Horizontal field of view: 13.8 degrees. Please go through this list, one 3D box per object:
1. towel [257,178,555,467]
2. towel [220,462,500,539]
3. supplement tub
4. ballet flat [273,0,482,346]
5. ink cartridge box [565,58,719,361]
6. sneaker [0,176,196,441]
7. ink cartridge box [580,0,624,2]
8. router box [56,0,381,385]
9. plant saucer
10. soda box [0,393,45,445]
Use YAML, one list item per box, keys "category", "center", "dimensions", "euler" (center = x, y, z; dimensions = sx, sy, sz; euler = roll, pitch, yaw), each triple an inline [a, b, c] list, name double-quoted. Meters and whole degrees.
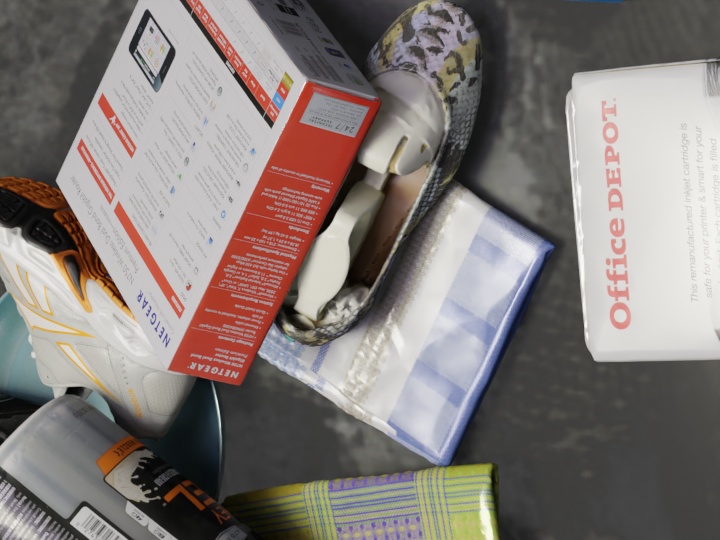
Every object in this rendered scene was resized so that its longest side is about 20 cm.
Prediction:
- category: "towel"
  center: [0.000, 0.000, 1.616]
  dimensions: [0.199, 0.024, 0.148]
  euler: [32, 109, 25]
- category: "towel"
  center: [0.005, 0.182, 1.621]
  dimensions: [0.199, 0.023, 0.145]
  euler: [-13, 87, 38]
- category: "supplement tub"
  center: [-0.118, 0.171, 1.604]
  dimensions: [0.200, 0.123, 0.123]
  euler: [37, 114, 7]
- category: "ballet flat"
  center: [0.007, -0.046, 1.555]
  dimensions: [0.072, 0.072, 0.201]
  euler: [33, 107, 26]
- category: "ink cartridge box"
  center: [0.209, -0.033, 1.437]
  dimensions: [0.199, 0.084, 0.147]
  euler: [-2, 94, 34]
- category: "sneaker"
  center: [-0.170, 0.023, 1.668]
  dimensions: [0.200, 0.075, 0.092]
  euler: [38, 118, 29]
- category: "ink cartridge box"
  center: [0.148, -0.214, 1.423]
  dimensions: [0.200, 0.146, 0.086]
  euler: [-35, 74, 30]
- category: "router box"
  center: [-0.082, -0.069, 1.595]
  dimensions: [0.180, 0.049, 0.200]
  euler: [-63, 35, 22]
- category: "plant saucer"
  center: [-0.150, 0.093, 1.717]
  dimensions: [0.199, 0.027, 0.202]
  euler: [4, 96, 36]
- category: "soda box"
  center: [-0.265, 0.100, 1.748]
  dimensions: [0.199, 0.063, 0.071]
  euler: [10, 100, 46]
